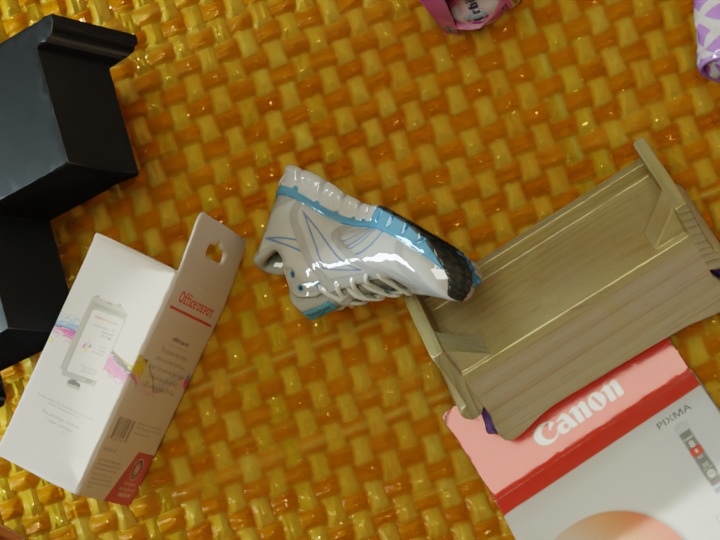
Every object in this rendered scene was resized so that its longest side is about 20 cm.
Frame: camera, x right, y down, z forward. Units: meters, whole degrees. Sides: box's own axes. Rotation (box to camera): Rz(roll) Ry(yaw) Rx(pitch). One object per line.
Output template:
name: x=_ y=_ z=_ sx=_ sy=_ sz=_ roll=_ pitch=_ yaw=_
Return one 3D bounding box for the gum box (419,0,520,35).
gum box: x=0.043 y=-0.263 z=1.536 sx=0.066 sy=0.113 sz=0.201 roll=-23 pitch=77 yaw=8

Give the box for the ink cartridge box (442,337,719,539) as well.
ink cartridge box: x=0.167 y=0.132 z=1.484 sx=0.162 sy=0.050 sz=0.200 roll=-34 pitch=79 yaw=5

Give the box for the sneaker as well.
sneaker: x=0.000 y=0.000 z=1.495 sx=0.200 sy=0.075 sz=0.087 roll=24 pitch=82 yaw=52

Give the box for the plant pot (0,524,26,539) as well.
plant pot: x=-0.317 y=0.249 z=1.509 sx=0.139 sy=0.200 sz=0.201 roll=11 pitch=84 yaw=30

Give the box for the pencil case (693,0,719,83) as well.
pencil case: x=0.256 y=-0.221 z=1.499 sx=0.083 sy=0.085 sz=0.201 roll=-4 pitch=82 yaw=14

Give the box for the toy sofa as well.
toy sofa: x=0.136 y=0.014 z=1.495 sx=0.200 sy=0.098 sz=0.083 roll=-32 pitch=38 yaw=6

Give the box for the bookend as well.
bookend: x=-0.226 y=-0.036 z=1.538 sx=0.199 sy=0.092 sz=0.200 roll=-26 pitch=73 yaw=28

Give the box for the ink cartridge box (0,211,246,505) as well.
ink cartridge box: x=-0.156 y=0.050 z=1.533 sx=0.067 sy=0.116 sz=0.201 roll=24 pitch=86 yaw=15
